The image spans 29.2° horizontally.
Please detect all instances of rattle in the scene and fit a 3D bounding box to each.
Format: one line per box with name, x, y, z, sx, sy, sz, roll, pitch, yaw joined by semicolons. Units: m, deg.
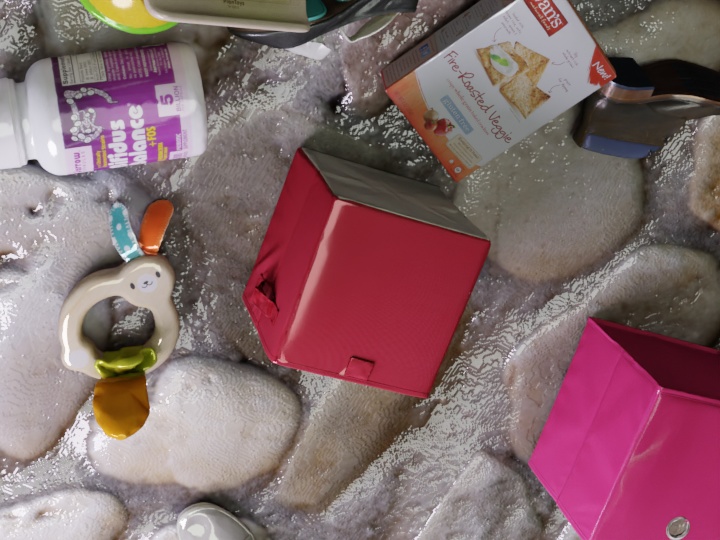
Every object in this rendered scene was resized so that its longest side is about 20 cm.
rattle;-0.233;0.042;1.384;0.130;0.143;0.200;26;110;-5

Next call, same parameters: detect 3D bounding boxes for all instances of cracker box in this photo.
cracker box;0.139;-0.200;1.404;0.200;0.058;0.134;-34;118;14

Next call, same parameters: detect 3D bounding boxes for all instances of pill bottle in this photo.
pill bottle;-0.251;-0.150;1.308;0.200;0.112;0.113;-10;114;-11

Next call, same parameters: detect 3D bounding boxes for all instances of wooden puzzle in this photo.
wooden puzzle;-0.116;-0.318;1.239;0.185;0.037;0.201;-5;91;-44

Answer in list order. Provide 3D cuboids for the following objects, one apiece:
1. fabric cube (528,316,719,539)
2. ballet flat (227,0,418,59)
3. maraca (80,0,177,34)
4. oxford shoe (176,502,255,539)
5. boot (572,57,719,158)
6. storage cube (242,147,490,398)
fabric cube;0.341;0.198;1.570;0.196;0.200;0.200;16;106;-20
ballet flat;-0.030;-0.247;1.357;0.200;0.068;0.069;-19;128;-7
maraca;-0.190;-0.316;1.262;0.137;0.107;0.200;19;91;-21
oxford shoe;-0.143;0.346;1.579;0.075;0.058;0.200;-28;115;0
boot;0.323;-0.172;1.497;0.200;0.075;0.097;4;133;-22
storage cube;0.000;0.000;1.408;0.200;0.171;0.180;16;107;-21
